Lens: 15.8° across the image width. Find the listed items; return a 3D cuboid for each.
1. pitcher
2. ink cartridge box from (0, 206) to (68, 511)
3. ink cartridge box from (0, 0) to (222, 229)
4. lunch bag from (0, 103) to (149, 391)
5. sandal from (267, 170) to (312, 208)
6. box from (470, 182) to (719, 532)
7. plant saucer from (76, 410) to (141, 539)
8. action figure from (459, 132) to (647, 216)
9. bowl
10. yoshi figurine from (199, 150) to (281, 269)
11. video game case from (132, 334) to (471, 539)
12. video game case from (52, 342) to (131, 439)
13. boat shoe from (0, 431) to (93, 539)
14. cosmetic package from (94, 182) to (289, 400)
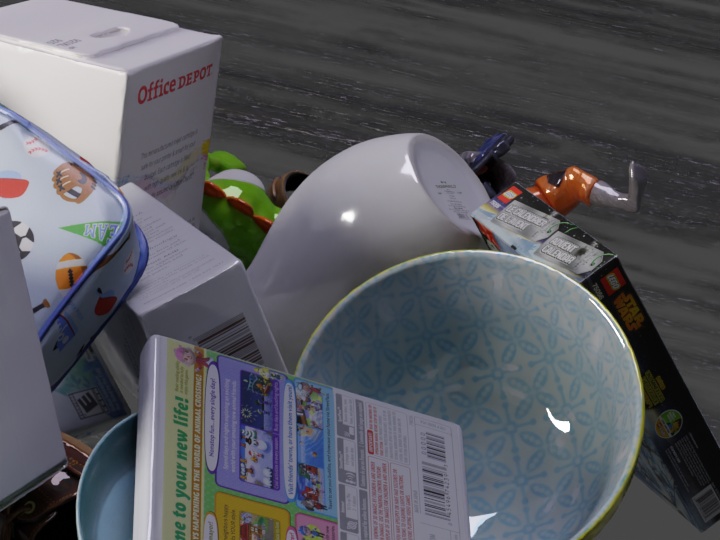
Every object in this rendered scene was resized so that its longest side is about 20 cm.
[{"bbox_3d":[0.000,0.000,1.668,0.172,0.200,0.121,-7,63,-59],"label":"pitcher"},{"bbox_3d":[-0.264,0.051,1.335,0.200,0.145,0.084,-4,15,31],"label":"ink cartridge box"},{"bbox_3d":[-0.195,-0.068,1.745,0.144,0.200,0.147,15,18,19],"label":"ink cartridge box"},{"bbox_3d":[-0.231,-0.016,1.433,0.200,0.160,0.076,32,-13,17],"label":"lunch bag"},{"bbox_3d":[-0.043,-0.048,1.953,0.082,0.055,0.200,5,2,-18],"label":"sandal"},{"bbox_3d":[0.150,0.052,1.573,0.040,0.200,0.137,-36,30,-8],"label":"box"},{"bbox_3d":[-0.054,0.150,1.306,0.200,0.027,0.200,19,39,-16],"label":"plant saucer"},{"bbox_3d":[0.090,-0.018,1.886,0.200,0.105,0.193,-41,20,-32],"label":"action figure"},{"bbox_3d":[0.063,0.100,1.464,0.200,0.200,0.108,13,-25,14],"label":"bowl"},{"bbox_3d":[-0.131,-0.052,1.876,0.200,0.112,0.112,32,20,5],"label":"yoshi figurine"},{"bbox_3d":[-0.027,0.132,1.305,0.182,0.022,0.200,18,41,-19],"label":"video game case"},{"bbox_3d":[-0.246,0.022,1.533,0.182,0.022,0.200,-14,71,-50],"label":"video game case"},{"bbox_3d":[-0.152,0.132,1.360,0.200,0.070,0.070,16,18,22],"label":"boat shoe"},{"bbox_3d":[-0.116,0.025,1.532,0.074,0.102,0.200,-28,23,-16],"label":"cosmetic package"}]
